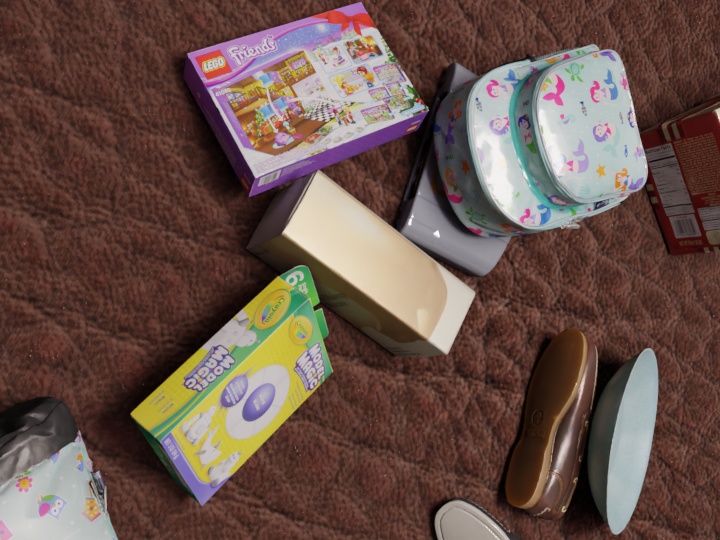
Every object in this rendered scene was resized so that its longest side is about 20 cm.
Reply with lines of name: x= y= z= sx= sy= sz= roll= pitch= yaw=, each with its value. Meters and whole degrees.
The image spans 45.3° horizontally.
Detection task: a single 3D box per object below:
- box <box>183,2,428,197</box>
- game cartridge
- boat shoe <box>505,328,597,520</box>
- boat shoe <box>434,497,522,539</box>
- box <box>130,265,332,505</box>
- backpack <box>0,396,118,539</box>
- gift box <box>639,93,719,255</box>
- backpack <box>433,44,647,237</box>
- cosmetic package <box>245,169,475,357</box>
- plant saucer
box: x=-0.050 y=-0.167 z=0.820 sx=0.197 sy=0.039 sz=0.138 roll=-24 pitch=76 yaw=-26
game cartridge: x=0.121 y=-0.105 z=0.929 sx=0.131 sy=0.041 sz=0.204 roll=23 pitch=75 yaw=-19
boat shoe: x=0.216 y=0.167 z=0.936 sx=0.069 sy=0.070 sz=0.203 roll=25 pitch=82 yaw=-27
boat shoe: x=0.156 y=0.308 z=0.894 sx=0.200 sy=0.074 sz=0.060 roll=45 pitch=26 yaw=0
box: x=-0.096 y=0.097 z=0.759 sx=0.200 sy=0.048 sz=0.118 roll=-46 pitch=146 yaw=-24
backpack: x=-0.258 y=0.219 z=0.655 sx=0.165 sy=0.126 sz=0.204 roll=-25 pitch=100 yaw=-30
gift box: x=0.461 y=-0.117 z=1.029 sx=0.184 sy=0.184 sz=0.203 roll=-25 pitch=100 yaw=-17
backpack: x=0.178 y=-0.126 z=0.865 sx=0.197 sy=0.150 sz=0.181 roll=-16 pitch=94 yaw=-22
cosmetic package: x=0.000 y=0.000 z=0.819 sx=0.199 sy=0.105 sz=0.072 roll=36 pitch=70 yaw=-18
plant saucer: x=0.285 y=0.183 z=0.950 sx=0.200 sy=0.038 sz=0.205 roll=-25 pitch=119 yaw=-55
